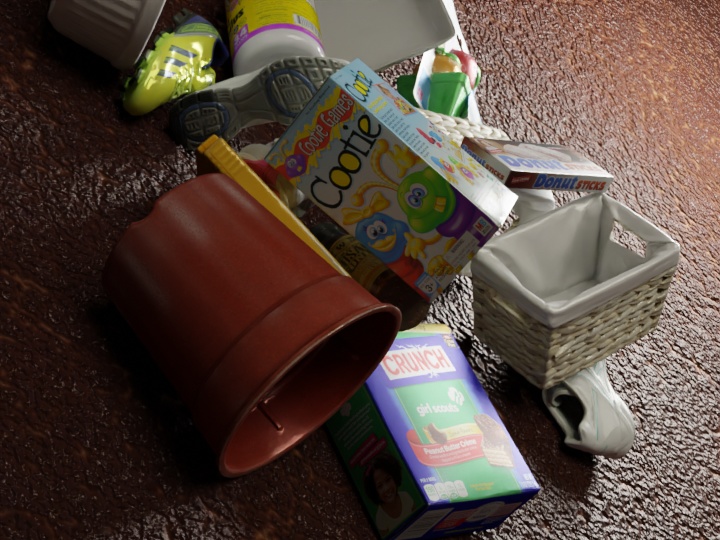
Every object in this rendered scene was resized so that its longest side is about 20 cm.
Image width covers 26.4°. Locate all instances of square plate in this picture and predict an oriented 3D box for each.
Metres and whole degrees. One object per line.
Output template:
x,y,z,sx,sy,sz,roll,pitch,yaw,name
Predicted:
0.000,-0.295,1.813,0.028,0.200,0.198,55,15,-51,square plate

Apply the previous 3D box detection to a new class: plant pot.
-0.103,0.035,1.301,0.195,0.201,0.201,46,30,18,plant pot

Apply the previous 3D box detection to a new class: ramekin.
-0.240,-0.307,1.525,0.094,0.202,0.203,20,38,-18,ramekin

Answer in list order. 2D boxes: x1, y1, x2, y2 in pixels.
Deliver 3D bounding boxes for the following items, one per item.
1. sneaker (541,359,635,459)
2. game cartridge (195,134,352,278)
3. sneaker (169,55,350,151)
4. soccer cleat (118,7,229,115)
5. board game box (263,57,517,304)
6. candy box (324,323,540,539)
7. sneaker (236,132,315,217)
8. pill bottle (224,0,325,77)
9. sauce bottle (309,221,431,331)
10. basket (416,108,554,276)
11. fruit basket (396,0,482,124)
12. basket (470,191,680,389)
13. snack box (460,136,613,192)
0.235,0.116,1.707,0.080,0.070,0.200,8,46,-38,sneaker
-0.081,-0.032,1.446,0.200,0.032,0.176,46,-10,3,game cartridge
-0.095,-0.181,1.561,0.087,0.200,0.075,-67,145,-67,sneaker
-0.186,-0.207,1.588,0.084,0.065,0.200,41,31,-11,soccer cleat
0.029,-0.084,1.402,0.200,0.103,0.105,41,22,0,board game box
0.053,0.147,1.448,0.169,0.077,0.200,2,50,-48,candy box
-0.069,-0.102,1.508,0.081,0.088,0.200,47,1,3,sneaker
-0.100,-0.284,1.741,0.104,0.104,0.200,24,37,-31,pill bottle
0.000,0.000,1.501,0.066,0.066,0.200,24,5,-31,sauce bottle
0.091,-0.087,1.699,0.200,0.136,0.123,9,42,-44,basket
0.112,-0.216,1.848,0.185,0.094,0.200,68,34,-46,fruit basket
0.228,0.022,1.672,0.200,0.124,0.136,-24,46,-30,basket
0.190,-0.113,1.654,0.200,0.024,0.072,-1,34,-49,snack box
